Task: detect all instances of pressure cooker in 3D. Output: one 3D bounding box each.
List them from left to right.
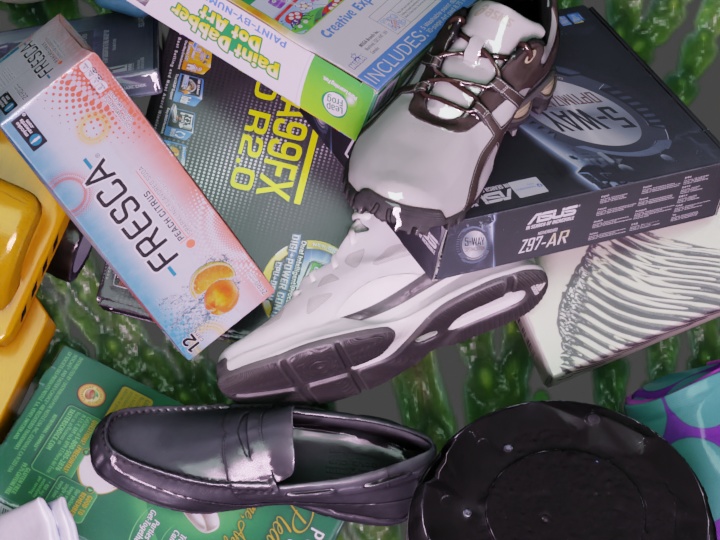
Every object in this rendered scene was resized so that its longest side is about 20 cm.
[{"bbox_3d":[0.109,0.193,1.537,0.176,0.200,0.179,15,50,8],"label":"pressure cooker"}]

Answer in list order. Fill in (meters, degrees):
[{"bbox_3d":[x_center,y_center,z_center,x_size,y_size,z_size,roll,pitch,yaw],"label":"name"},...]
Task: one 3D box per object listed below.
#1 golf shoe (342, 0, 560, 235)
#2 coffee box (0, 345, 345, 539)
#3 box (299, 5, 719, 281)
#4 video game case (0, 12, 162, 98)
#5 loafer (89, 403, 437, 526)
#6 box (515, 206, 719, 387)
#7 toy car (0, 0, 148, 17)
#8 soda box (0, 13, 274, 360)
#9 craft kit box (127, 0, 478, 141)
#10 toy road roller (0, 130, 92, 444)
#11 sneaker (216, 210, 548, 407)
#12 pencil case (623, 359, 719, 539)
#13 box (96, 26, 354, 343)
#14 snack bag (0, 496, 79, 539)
[{"bbox_3d":[0.051,-0.098,1.467,0.078,0.095,0.200,23,41,11],"label":"golf shoe"},{"bbox_3d":[-0.115,0.139,1.588,0.200,0.044,0.123,26,50,2],"label":"coffee box"},{"bbox_3d":[0.089,-0.077,1.562,0.200,0.044,0.160,-12,46,-28],"label":"box"},{"bbox_3d":[-0.216,-0.115,1.601,0.200,0.143,0.019,-9,111,-1],"label":"video game case"},{"bbox_3d":[-0.054,0.102,1.561,0.200,0.070,0.068,8,51,-13],"label":"loafer"},{"bbox_3d":[0.187,-0.005,1.619,0.200,0.068,0.082,-24,83,-2],"label":"box"},{"bbox_3d":[-0.192,-0.264,1.578,0.184,0.200,0.177,18,75,3],"label":"toy car"},{"bbox_3d":[-0.132,-0.045,1.528,0.068,0.064,0.200,-38,124,-4],"label":"soda box"},{"bbox_3d":[-0.030,-0.181,1.567,0.197,0.049,0.200,34,42,11],"label":"craft kit box"},{"bbox_3d":[-0.240,0.003,1.580,0.123,0.146,0.200,24,84,3],"label":"toy road roller"},{"bbox_3d":[0.000,0.000,1.587,0.200,0.076,0.116,-22,63,4],"label":"sneaker"},{"bbox_3d":[0.234,0.146,1.592,0.092,0.085,0.200,-21,84,-28],"label":"pencil case"},{"bbox_3d":[-0.057,-0.053,1.637,0.160,0.044,0.200,15,84,2],"label":"box"},{"bbox_3d":[-0.192,0.239,1.542,0.021,0.188,0.200,-10,82,-36],"label":"snack bag"}]
